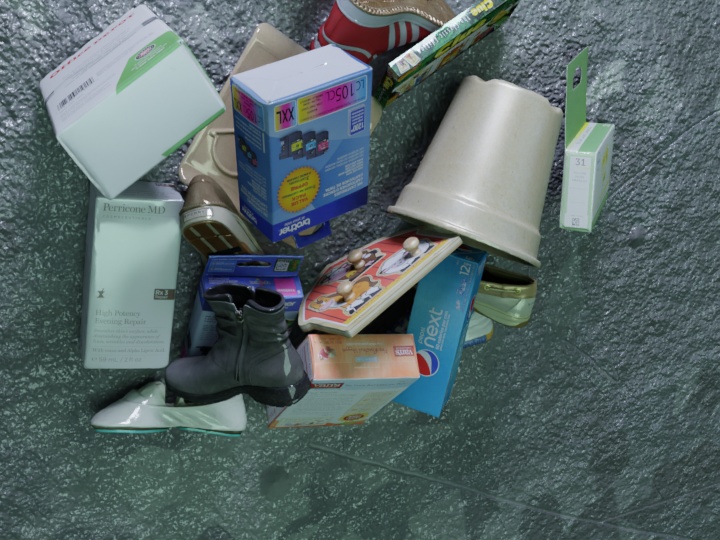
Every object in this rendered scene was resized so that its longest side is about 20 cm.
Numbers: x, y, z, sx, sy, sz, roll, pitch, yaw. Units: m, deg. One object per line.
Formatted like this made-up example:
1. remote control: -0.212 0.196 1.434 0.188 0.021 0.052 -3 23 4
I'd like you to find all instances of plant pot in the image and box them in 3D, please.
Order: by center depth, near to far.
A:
1. plant pot: 0.153 -0.124 1.126 0.197 0.200 0.187 19 91 -27

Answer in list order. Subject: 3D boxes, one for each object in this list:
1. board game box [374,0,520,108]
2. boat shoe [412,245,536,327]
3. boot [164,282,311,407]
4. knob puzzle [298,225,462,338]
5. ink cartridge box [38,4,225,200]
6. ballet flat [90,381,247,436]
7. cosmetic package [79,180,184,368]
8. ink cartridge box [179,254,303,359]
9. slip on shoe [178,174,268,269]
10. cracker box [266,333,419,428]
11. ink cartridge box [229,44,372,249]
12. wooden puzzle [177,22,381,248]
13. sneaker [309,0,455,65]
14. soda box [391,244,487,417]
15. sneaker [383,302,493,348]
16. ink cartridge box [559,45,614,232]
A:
1. board game box: 0.105 -0.265 1.076 0.199 0.105 0.024 -37 84 -12
2. boat shoe: 0.130 0.003 1.181 0.196 0.074 0.067 21 116 4
3. boot: -0.148 0.074 1.028 0.196 0.070 0.134 -3 117 28
4. knob puzzle: 0.000 0.000 1.087 0.218 0.220 0.031 -34 110 -6
5. ink cartridge box: -0.233 -0.175 0.929 0.145 0.200 0.085 -37 122 -3
6. ballet flat: -0.232 0.167 1.146 0.196 0.069 0.071 7 108 -29
7. cosmetic package: -0.262 0.005 1.059 0.100 0.074 0.204 0 111 -23
8. ink cartridge box: -0.140 0.061 1.100 0.117 0.042 0.202 1 136 -22
9. slip on shoe: -0.156 -0.036 1.061 0.074 0.062 0.201 -14 154 8
10. cracker box: -0.028 0.136 1.130 0.131 0.200 0.059 2 66 -22
11. ink cartridge box: -0.061 -0.123 1.006 0.135 0.076 0.203 -24 137 -28
12. wooden puzzle: -0.094 -0.154 1.084 0.183 0.046 0.202 29 93 -29
13. sneaker: 0.023 -0.268 1.068 0.198 0.072 0.113 -10 150 -47
14. soda box: 0.095 0.068 1.134 0.067 0.064 0.204 17 108 14
15. sneaker: 0.077 0.071 1.234 0.196 0.075 0.090 -16 97 -17
16. ink cartridge box: 0.290 -0.169 1.182 0.047 0.145 0.204 9 114 21
